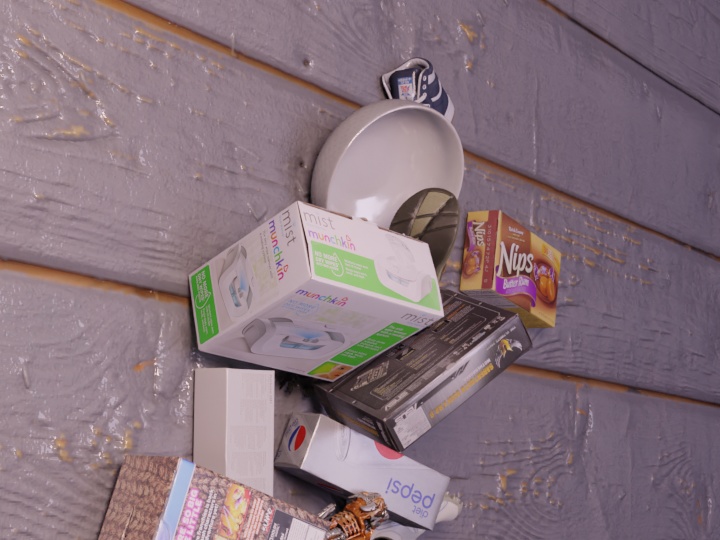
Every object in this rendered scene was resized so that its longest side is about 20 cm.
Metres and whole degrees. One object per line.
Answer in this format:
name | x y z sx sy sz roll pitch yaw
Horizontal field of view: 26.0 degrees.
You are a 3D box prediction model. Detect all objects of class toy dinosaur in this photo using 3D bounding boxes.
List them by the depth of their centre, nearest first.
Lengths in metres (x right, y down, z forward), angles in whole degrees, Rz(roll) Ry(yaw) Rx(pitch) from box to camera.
toy dinosaur | -0.049 0.326 1.712 0.102 0.200 0.136 -117 -176 -52
toy dinosaur | -0.056 0.094 1.784 0.088 0.047 0.201 -12 93 -61

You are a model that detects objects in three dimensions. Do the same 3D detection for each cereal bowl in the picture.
cereal bowl | 0.022 -0.113 1.848 0.200 0.083 0.201 -17 122 -28

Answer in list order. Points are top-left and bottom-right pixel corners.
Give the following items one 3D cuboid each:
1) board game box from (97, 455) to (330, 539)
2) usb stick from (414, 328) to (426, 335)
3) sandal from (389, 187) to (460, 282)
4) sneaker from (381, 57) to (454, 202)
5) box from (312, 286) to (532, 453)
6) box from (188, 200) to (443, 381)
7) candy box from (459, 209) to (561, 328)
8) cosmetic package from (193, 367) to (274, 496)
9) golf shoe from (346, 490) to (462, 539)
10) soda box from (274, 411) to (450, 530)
board game box | -0.149 0.287 1.509 0.200 0.097 0.160 30 67 -35
usb stick | 0.000 0.000 1.749 0.033 0.200 0.056 -39 157 -34
sandal | 0.066 -0.002 1.846 0.057 0.080 0.202 -35 139 -76
sneaker | 0.063 -0.181 1.963 0.109 0.070 0.200 61 33 -41
box | 0.067 0.106 1.727 0.200 0.158 0.048 -37 116 -20
box | -0.046 0.024 1.631 0.200 0.176 0.097 18 52 -44
candy box | 0.214 0.000 2.199 0.200 0.056 0.117 31 62 -54
cosmetic package | -0.134 0.204 1.639 0.082 0.051 0.201 9 80 -53
golf shoe | 0.047 0.304 1.904 0.200 0.078 0.098 16 79 -46
soda box | 0.003 0.228 1.771 0.200 0.063 0.068 30 72 -29
